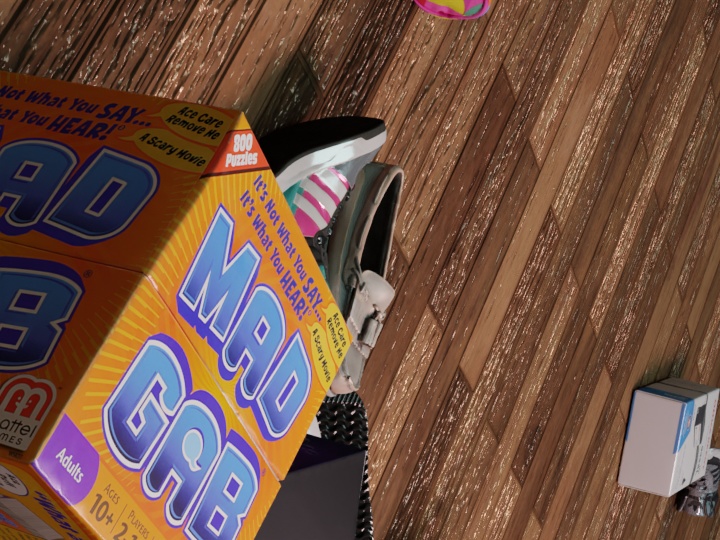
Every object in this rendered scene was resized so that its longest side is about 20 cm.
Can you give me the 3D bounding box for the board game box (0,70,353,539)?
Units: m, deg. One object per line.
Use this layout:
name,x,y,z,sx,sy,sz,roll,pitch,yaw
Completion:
board game box,-0.154,0.041,0.748,0.200,0.199,0.200,-62,150,-27

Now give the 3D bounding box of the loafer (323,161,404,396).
loafer,0.000,0.000,1.114,0.072,0.063,0.200,61,27,-60

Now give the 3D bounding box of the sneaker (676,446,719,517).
sneaker,0.569,0.353,2.393,0.200,0.075,0.114,34,68,-64

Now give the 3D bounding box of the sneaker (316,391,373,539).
sneaker,-0.031,0.176,1.169,0.090,0.070,0.201,-131,-138,-70

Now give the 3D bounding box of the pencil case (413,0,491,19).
pencil case,0.105,-0.310,1.234,0.200,0.088,0.088,-66,151,-25

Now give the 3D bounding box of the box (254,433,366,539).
box,-0.106,0.151,0.953,0.200,0.141,0.079,-3,101,-62

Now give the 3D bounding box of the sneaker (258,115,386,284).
sneaker,-0.043,-0.034,1.056,0.200,0.083,0.121,-33,125,-44

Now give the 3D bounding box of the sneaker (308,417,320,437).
sneaker,-0.080,0.166,1.085,0.085,0.073,0.201,-5,96,-41

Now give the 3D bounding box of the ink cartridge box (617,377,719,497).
ink cartridge box,0.467,0.248,2.147,0.200,0.084,0.146,-4,104,-62
